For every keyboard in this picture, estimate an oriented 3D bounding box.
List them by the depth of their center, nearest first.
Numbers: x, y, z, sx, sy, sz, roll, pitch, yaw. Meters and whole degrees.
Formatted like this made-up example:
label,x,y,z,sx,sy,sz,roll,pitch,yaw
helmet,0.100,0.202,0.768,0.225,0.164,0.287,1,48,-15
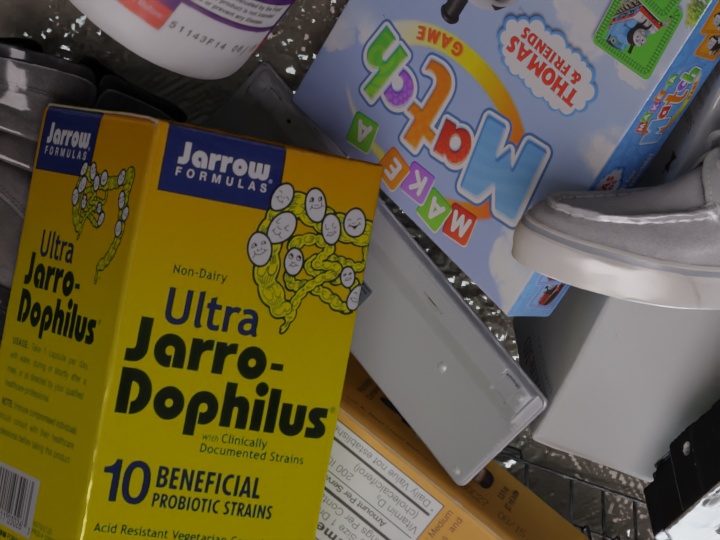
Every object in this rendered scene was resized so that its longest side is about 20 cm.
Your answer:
label,x,y,z,sx,sy,sz,roll,pitch,yaw
keyboard,0.000,0.000,0.985,0.200,0.011,0.056,51,118,16

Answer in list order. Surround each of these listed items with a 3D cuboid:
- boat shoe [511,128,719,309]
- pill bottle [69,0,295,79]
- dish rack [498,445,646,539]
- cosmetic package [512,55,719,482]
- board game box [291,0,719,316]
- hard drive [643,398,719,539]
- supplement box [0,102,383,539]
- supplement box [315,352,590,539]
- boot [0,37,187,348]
label,x,y,z,sx,sy,sz,roll,pitch,yaw
boat shoe,0.159,-0.023,0.872,0.199,0.072,0.069,4,107,-3
pill bottle,-0.035,-0.183,0.900,0.111,0.112,0.200,36,112,-14
dish rack,0.087,0.166,1.094,0.199,0.055,0.154,20,116,-7
cosmetic package,0.143,-0.020,0.971,0.081,0.113,0.201,22,113,-12
board game box,0.072,-0.105,0.925,0.151,0.037,0.200,46,118,29
hard drive,0.219,0.056,0.896,0.139,0.038,0.200,9,145,-24
supplement box,-0.078,0.041,0.928,0.108,0.109,0.201,10,91,-33
supplement box,0.041,0.120,1.001,0.200,0.067,0.069,41,109,2
boot,-0.104,-0.015,1.001,0.200,0.070,0.132,29,83,-43
